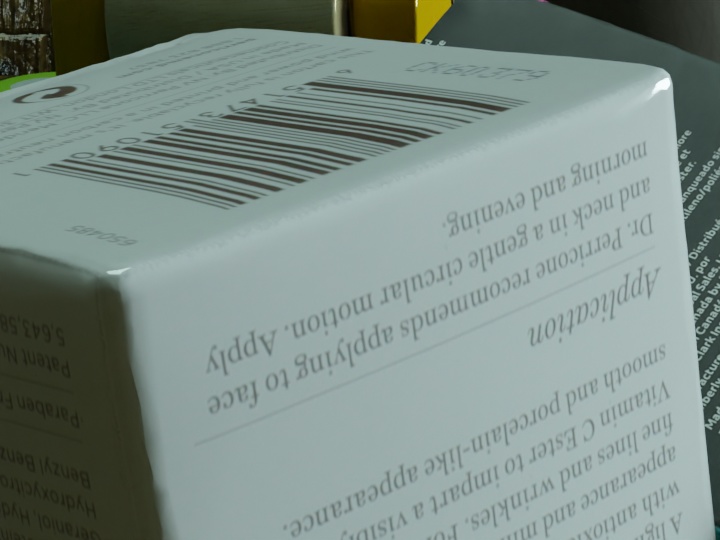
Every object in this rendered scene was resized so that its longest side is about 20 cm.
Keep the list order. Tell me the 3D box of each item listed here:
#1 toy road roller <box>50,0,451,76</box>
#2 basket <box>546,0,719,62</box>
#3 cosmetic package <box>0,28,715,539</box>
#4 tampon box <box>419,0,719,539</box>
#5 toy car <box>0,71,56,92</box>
[{"bbox_3d":[-0.022,-0.041,0.863,0.123,0.200,0.146,2,24,15],"label":"toy road roller"},{"bbox_3d":[0.132,-0.107,1.056,0.180,0.201,0.136,-5,7,5],"label":"basket"},{"bbox_3d":[-0.028,0.061,0.584,0.165,0.201,0.165,-20,21,-39],"label":"cosmetic package"},{"bbox_3d":[0.093,0.032,0.706,0.200,0.150,0.126,26,69,40],"label":"tampon box"},{"bbox_3d":[-0.206,0.016,1.065,0.157,0.165,0.200,6,21,34],"label":"toy car"}]
